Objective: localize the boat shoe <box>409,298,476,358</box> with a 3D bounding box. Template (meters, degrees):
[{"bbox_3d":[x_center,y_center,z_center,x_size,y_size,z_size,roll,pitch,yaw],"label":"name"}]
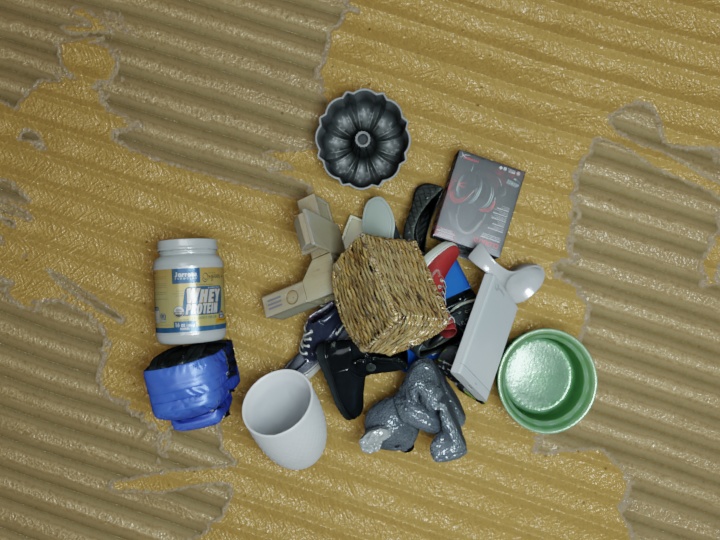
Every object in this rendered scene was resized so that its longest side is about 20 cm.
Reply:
[{"bbox_3d":[0.184,0.118,1.228,0.194,0.066,0.076,-17,122,-8],"label":"boat shoe"}]

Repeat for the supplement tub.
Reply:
[{"bbox_3d":[-0.349,0.042,1.278,0.140,0.145,0.206,-3,89,3],"label":"supplement tub"}]

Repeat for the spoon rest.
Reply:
[{"bbox_3d":[0.298,0.011,1.248,0.197,0.061,0.100,25,115,-36],"label":"spoon rest"}]

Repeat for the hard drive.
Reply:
[{"bbox_3d":[0.240,0.129,1.194,0.026,0.132,0.204,5,63,40],"label":"hard drive"}]

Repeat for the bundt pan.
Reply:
[{"bbox_3d":[0.007,-0.266,1.300,0.196,0.076,0.208,0,89,4],"label":"bundt pan"}]

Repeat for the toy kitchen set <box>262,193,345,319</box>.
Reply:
[{"bbox_3d":[-0.139,-0.031,1.256,0.177,0.163,0.205,-21,75,17],"label":"toy kitchen set"}]

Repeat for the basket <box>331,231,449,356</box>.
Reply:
[{"bbox_3d":[0.049,0.052,1.164,0.143,0.146,0.203,-47,52,36],"label":"basket"}]

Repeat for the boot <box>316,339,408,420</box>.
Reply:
[{"bbox_3d":[0.020,0.207,1.245,0.164,0.077,0.204,-13,120,14],"label":"boot"}]

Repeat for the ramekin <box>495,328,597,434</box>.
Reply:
[{"bbox_3d":[0.366,0.217,1.265,0.194,0.098,0.206,0,89,2],"label":"ramekin"}]

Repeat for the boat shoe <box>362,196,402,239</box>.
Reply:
[{"bbox_3d":[0.053,-0.049,1.275,0.074,0.060,0.206,-15,72,22],"label":"boat shoe"}]

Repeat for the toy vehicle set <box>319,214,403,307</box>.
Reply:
[{"bbox_3d":[0.000,0.000,1.321,0.122,0.027,0.205,21,90,3],"label":"toy vehicle set"}]

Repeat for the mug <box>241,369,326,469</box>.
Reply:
[{"bbox_3d":[-0.157,0.302,1.260,0.197,0.178,0.148,23,57,36],"label":"mug"}]

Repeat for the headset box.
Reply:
[{"bbox_3d":[0.236,-0.123,1.287,0.145,0.075,0.205,18,90,1],"label":"headset box"}]

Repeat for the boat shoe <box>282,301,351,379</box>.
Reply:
[{"bbox_3d":[-0.102,0.148,1.284,0.199,0.075,0.093,-39,120,-2],"label":"boat shoe"}]

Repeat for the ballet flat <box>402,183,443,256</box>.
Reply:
[{"bbox_3d":[0.125,-0.091,1.271,0.056,0.066,0.205,-1,65,31],"label":"ballet flat"}]

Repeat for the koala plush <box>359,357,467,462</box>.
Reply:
[{"bbox_3d":[0.089,0.288,1.243,0.196,0.178,0.187,-26,99,15],"label":"koala plush"}]

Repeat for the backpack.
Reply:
[{"bbox_3d":[-0.328,0.229,1.248,0.158,0.200,0.172,-16,88,2],"label":"backpack"}]

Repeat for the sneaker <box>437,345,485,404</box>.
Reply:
[{"bbox_3d":[0.215,0.191,1.248,0.073,0.200,0.082,20,70,36],"label":"sneaker"}]

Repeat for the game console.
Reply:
[{"bbox_3d":[0.137,0.083,1.304,0.196,0.119,0.174,-23,124,-3],"label":"game console"}]

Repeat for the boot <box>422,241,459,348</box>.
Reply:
[{"bbox_3d":[0.157,0.048,1.200,0.143,0.073,0.201,32,78,38],"label":"boot"}]
